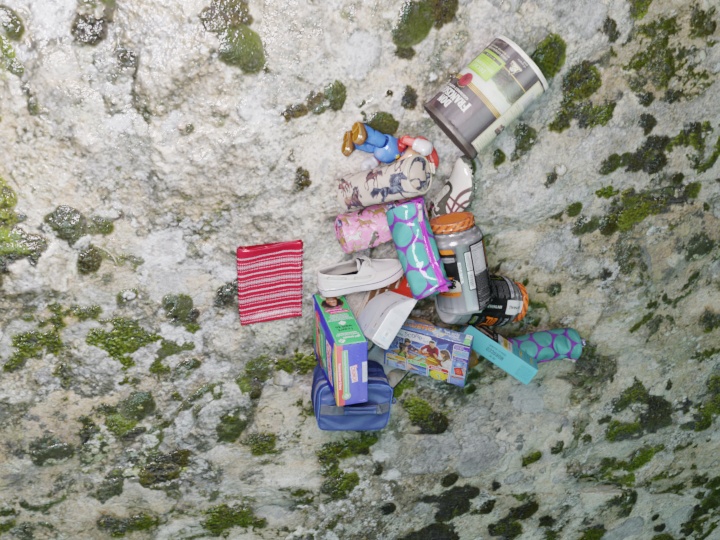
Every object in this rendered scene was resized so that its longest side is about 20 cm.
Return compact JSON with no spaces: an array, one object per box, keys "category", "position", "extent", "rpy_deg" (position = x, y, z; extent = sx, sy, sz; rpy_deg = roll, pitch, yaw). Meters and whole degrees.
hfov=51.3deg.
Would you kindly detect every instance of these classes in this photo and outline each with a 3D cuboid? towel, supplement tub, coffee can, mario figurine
[{"category":"towel","position":[-0.192,0.027,1.610],"extent":[0.144,0.022,0.200],"rpy_deg":[-8,123,-17]},{"category":"supplement tub","position":[0.209,-0.016,1.593],"extent":[0.122,0.123,0.200],"rpy_deg":[-16,107,-12]},{"category":"supplement tub","position":[0.287,0.070,1.768],"extent":[0.200,0.123,0.123],"rpy_deg":[4,119,-24]},{"category":"coffee can","position":[0.246,-0.340,1.476],"extent":[0.200,0.146,0.146],"rpy_deg":[-43,126,7]},{"category":"mario figurine","position":[0.068,-0.226,1.496],"extent":[0.200,0.123,0.106],"rpy_deg":[11,104,-23]}]

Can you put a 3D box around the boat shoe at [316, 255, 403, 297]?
[{"category":"boat shoe","position":[0.000,0.000,1.644],"extent":[0.199,0.072,0.066],"rpy_deg":[-11,127,-6]}]

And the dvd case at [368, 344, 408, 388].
[{"category":"dvd case","position":[0.060,0.235,1.846],"extent":[0.143,0.018,0.200],"rpy_deg":[33,104,-34]}]

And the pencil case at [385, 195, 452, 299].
[{"category":"pencil case","position":[0.117,-0.046,1.501],"extent":[0.085,0.092,0.200],"rpy_deg":[-17,88,-31]}]

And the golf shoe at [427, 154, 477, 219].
[{"category":"golf shoe","position":[0.196,-0.153,1.621],"extent":[0.088,0.077,0.200],"rpy_deg":[0,121,-14]}]

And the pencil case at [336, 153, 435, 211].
[{"category":"pencil case","position":[0.049,-0.171,1.471],"extent":[0.089,0.200,0.078],"rpy_deg":[-43,114,-44]}]

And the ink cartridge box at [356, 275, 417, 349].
[{"category":"ink cartridge box","position":[0.069,0.063,1.610],"extent":[0.047,0.160,0.200],"rpy_deg":[32,86,-15]}]

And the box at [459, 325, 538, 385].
[{"category":"box","position":[0.337,0.194,1.834],"extent":[0.200,0.082,0.049],"rpy_deg":[34,106,0]}]

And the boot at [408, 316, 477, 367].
[{"category":"boot","position":[0.193,0.181,1.826],"extent":[0.071,0.201,0.144],"rpy_deg":[-60,165,-3]}]

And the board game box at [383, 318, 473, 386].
[{"category":"board game box","position":[0.154,0.185,1.728],"extent":[0.200,0.034,0.136],"rpy_deg":[15,130,15]}]

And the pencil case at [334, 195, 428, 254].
[{"category":"pencil case","position":[0.045,-0.103,1.584],"extent":[0.200,0.083,0.087],"rpy_deg":[-18,116,-10]}]

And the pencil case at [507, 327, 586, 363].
[{"category":"pencil case","position":[0.476,0.205,1.942],"extent":[0.200,0.093,0.085],"rpy_deg":[-8,160,-16]}]

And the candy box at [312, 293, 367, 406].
[{"category":"candy box","position":[-0.047,0.169,1.647],"extent":[0.077,0.200,0.169],"rpy_deg":[-10,124,-16]}]

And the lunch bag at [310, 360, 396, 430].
[{"category":"lunch bag","position":[-0.014,0.301,1.765],"extent":[0.199,0.132,0.136],"rpy_deg":[0,115,-10]}]

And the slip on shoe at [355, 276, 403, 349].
[{"category":"slip on shoe","position":[0.033,0.088,1.720],"extent":[0.076,0.061,0.200],"rpy_deg":[22,92,-15]}]
